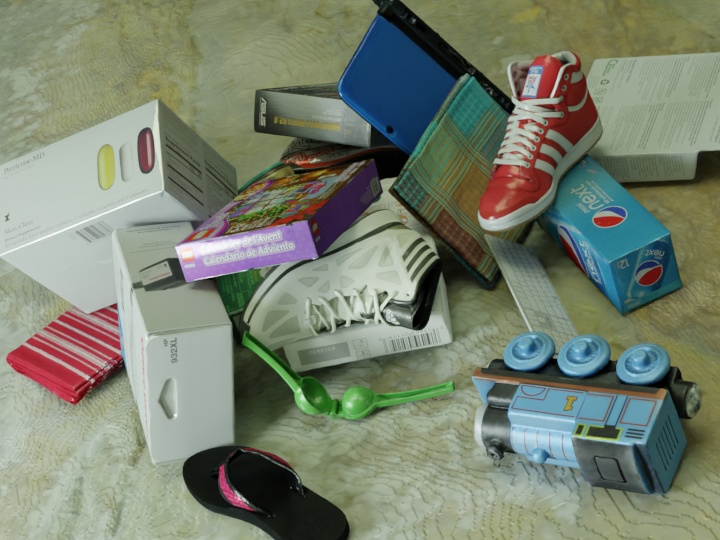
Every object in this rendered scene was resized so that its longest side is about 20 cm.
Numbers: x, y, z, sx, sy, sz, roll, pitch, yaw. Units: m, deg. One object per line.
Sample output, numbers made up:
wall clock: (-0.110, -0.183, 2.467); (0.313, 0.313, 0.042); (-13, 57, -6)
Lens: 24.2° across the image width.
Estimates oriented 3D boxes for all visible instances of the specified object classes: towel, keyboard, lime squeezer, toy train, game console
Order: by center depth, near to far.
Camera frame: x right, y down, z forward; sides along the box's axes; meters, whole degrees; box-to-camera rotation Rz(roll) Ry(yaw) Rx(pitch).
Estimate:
toy train: (0.182, 0.117, 1.401); (0.198, 0.087, 0.115); (5, 47, 33)
lime squeezer: (-0.016, 0.105, 1.541); (0.198, 0.071, 0.038); (14, 23, -3)
keyboard: (0.164, 0.024, 1.574); (0.011, 0.056, 0.201); (-59, 26, 22)
towel: (0.119, -0.094, 1.690); (0.022, 0.147, 0.200); (-37, 15, 46)
towel: (-0.264, 0.060, 1.771); (0.200, 0.023, 0.144); (-38, 35, -27)
game console: (0.063, -0.190, 1.789); (0.119, 0.200, 0.171); (-49, 21, 5)

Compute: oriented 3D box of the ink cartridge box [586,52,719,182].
ink cartridge box: (0.319, -0.161, 1.758); (0.198, 0.044, 0.197); (0, 37, 25)

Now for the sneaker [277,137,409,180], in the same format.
sneaker: (0.002, -0.118, 1.839); (0.199, 0.068, 0.108); (-6, 26, 10)

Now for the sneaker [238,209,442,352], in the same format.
sneaker: (-0.009, 0.026, 1.543); (0.200, 0.076, 0.115); (-34, 46, -20)

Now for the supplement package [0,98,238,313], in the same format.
supplement package: (-0.245, -0.062, 1.719); (0.198, 0.156, 0.112); (-20, 58, 20)

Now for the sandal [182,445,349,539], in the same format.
sandal: (-0.086, 0.189, 1.470); (0.075, 0.045, 0.199); (-39, 38, -26)

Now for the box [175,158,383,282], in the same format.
box: (-0.073, -0.049, 1.586); (0.136, 0.039, 0.200); (-11, 16, 22)

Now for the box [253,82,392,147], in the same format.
box: (0.003, -0.175, 1.853); (0.157, 0.049, 0.199); (11, 15, 33)

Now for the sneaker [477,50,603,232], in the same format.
sneaker: (0.162, -0.132, 1.617); (0.071, 0.113, 0.200); (8, 42, 36)

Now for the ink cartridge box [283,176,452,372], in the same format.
ink cartridge box: (0.000, 0.000, 1.651); (0.159, 0.050, 0.201); (-11, 44, 5)

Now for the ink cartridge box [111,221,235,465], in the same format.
ink cartridge box: (-0.178, 0.065, 1.593); (0.083, 0.146, 0.200); (-7, 31, -14)

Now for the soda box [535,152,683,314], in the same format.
soda box: (0.229, -0.042, 1.615); (0.067, 0.065, 0.200); (-25, 33, -7)

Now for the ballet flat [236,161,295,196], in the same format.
ballet flat: (-0.133, -0.052, 1.809); (0.199, 0.071, 0.071); (-26, 22, 43)

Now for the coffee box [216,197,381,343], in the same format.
coffee box: (-0.049, -0.005, 1.727); (0.198, 0.044, 0.123); (-21, 35, 0)
